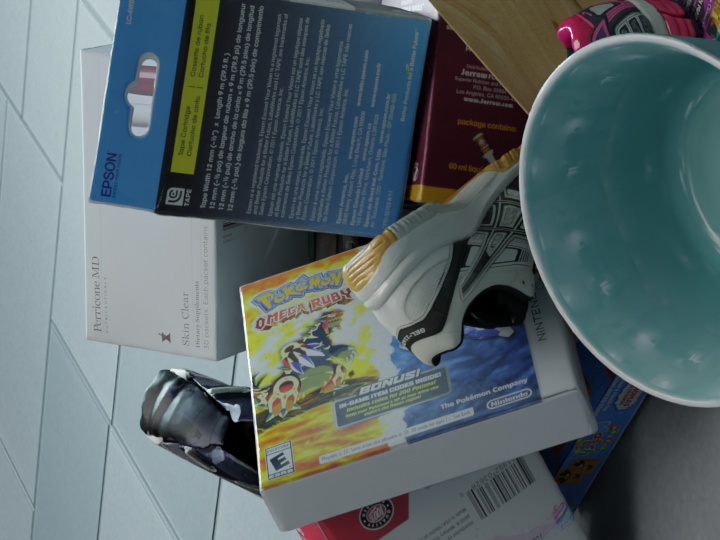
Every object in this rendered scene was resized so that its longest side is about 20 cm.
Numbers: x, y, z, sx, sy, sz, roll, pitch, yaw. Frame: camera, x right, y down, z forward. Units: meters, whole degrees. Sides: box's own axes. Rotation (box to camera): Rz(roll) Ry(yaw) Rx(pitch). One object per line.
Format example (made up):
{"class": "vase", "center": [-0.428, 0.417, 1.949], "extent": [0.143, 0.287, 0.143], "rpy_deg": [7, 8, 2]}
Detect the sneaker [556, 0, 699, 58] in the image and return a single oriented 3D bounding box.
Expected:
{"class": "sneaker", "center": [0.136, -0.061, 1.389], "extent": [0.081, 0.074, 0.201], "rpy_deg": [-137, 47, -56]}

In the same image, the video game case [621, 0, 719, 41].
{"class": "video game case", "center": [0.187, -0.113, 1.400], "extent": [0.181, 0.036, 0.201], "rpy_deg": [-120, 35, -47]}

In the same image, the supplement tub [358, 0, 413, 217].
{"class": "supplement tub", "center": [-0.012, -0.118, 1.745], "extent": [0.132, 0.131, 0.201], "rpy_deg": [-149, 58, -62]}

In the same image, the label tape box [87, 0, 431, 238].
{"class": "label tape box", "center": [-0.067, -0.104, 1.512], "extent": [0.066, 0.199, 0.144], "rpy_deg": [-138, 55, -71]}

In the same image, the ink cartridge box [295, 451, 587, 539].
{"class": "ink cartridge box", "center": [0.058, 0.180, 1.510], "extent": [0.200, 0.147, 0.086], "rpy_deg": [62, 164, -15]}

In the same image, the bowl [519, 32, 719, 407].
{"class": "bowl", "center": [0.192, -0.038, 1.273], "extent": [0.200, 0.105, 0.202], "rpy_deg": [22, 122, 41]}

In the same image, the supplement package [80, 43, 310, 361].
{"class": "supplement package", "center": [-0.101, -0.057, 1.642], "extent": [0.111, 0.156, 0.201], "rpy_deg": [7, 104, 31]}

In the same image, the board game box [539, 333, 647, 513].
{"class": "board game box", "center": [0.132, 0.042, 1.550], "extent": [0.200, 0.036, 0.152], "rpy_deg": [115, 145, -47]}

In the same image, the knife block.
{"class": "knife block", "center": [0.062, -0.177, 1.419], "extent": [0.200, 0.175, 0.064], "rpy_deg": [109, 157, -46]}

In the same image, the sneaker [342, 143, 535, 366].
{"class": "sneaker", "center": [0.076, -0.010, 1.427], "extent": [0.088, 0.200, 0.076], "rpy_deg": [52, 142, 4]}

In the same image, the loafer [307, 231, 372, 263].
{"class": "loafer", "center": [0.000, 0.000, 1.614], "extent": [0.063, 0.072, 0.200], "rpy_deg": [-12, 44, 27]}

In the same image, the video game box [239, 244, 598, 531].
{"class": "video game box", "center": [0.030, 0.051, 1.462], "extent": [0.182, 0.199, 0.047], "rpy_deg": [-99, -12, -51]}

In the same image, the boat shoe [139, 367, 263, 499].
{"class": "boat shoe", "center": [-0.044, 0.123, 1.571], "extent": [0.093, 0.200, 0.075], "rpy_deg": [22, 92, 50]}

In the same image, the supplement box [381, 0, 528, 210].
{"class": "supplement box", "center": [0.066, -0.138, 1.575], "extent": [0.110, 0.085, 0.201], "rpy_deg": [-176, 92, -69]}
